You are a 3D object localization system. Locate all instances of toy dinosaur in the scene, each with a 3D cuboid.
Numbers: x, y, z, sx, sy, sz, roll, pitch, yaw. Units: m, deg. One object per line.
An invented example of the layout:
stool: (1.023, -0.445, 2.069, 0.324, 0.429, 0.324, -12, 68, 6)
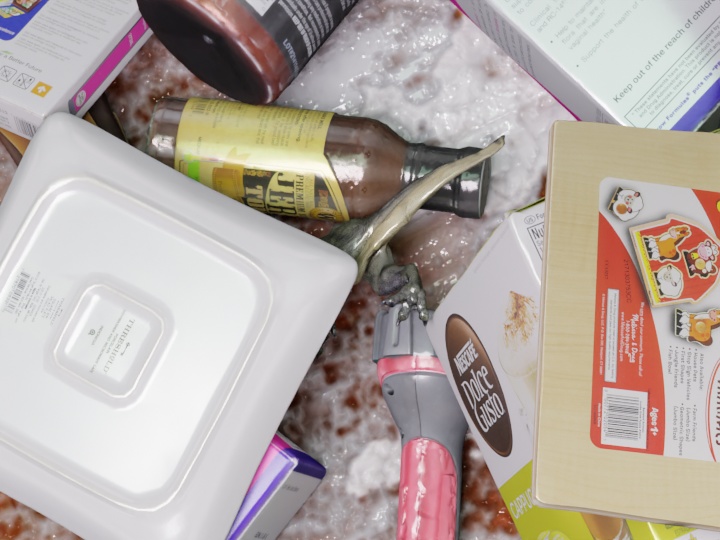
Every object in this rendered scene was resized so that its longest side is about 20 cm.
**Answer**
toy dinosaur: (0.000, 0.000, 1.105, 0.199, 0.047, 0.089, -33, 36, 28)

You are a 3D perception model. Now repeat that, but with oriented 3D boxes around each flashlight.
flashlight: (0.035, 0.122, 1.118, 0.067, 0.068, 0.202, 9, 77, -24)

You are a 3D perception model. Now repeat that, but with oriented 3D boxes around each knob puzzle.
knob puzzle: (0.175, 0.030, 0.900, 0.217, 0.030, 0.222, 3, 72, -9)

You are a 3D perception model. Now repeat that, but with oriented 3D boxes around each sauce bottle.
sauce bottle: (-0.025, -0.062, 1.157, 0.198, 0.065, 0.065, 6, 83, 11)

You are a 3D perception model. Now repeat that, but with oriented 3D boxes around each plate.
plate: (-0.131, 0.039, 1.058, 0.199, 0.032, 0.201, 27, 86, 12)

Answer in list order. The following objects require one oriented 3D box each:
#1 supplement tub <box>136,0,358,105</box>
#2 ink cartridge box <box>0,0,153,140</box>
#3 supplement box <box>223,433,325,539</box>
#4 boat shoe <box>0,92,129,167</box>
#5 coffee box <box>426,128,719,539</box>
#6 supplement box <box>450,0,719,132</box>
supplement tub: (-0.033, -0.200, 1.148, 0.107, 0.107, 0.200, 34, 74, 11)
ink cartridge box: (-0.165, -0.163, 1.176, 0.094, 0.037, 0.201, 23, 60, 20)
supplement box: (-0.133, 0.087, 1.126, 0.200, 0.101, 0.104, 39, 88, 12)
boat shoe: (-0.175, -0.076, 1.178, 0.070, 0.070, 0.201, -26, 58, -2)
coffee box: (0.174, 0.053, 1.015, 0.199, 0.200, 0.199, -21, 78, -16)
supplement box: (0.131, -0.152, 1.129, 0.200, 0.101, 0.103, 43, 90, 11)
